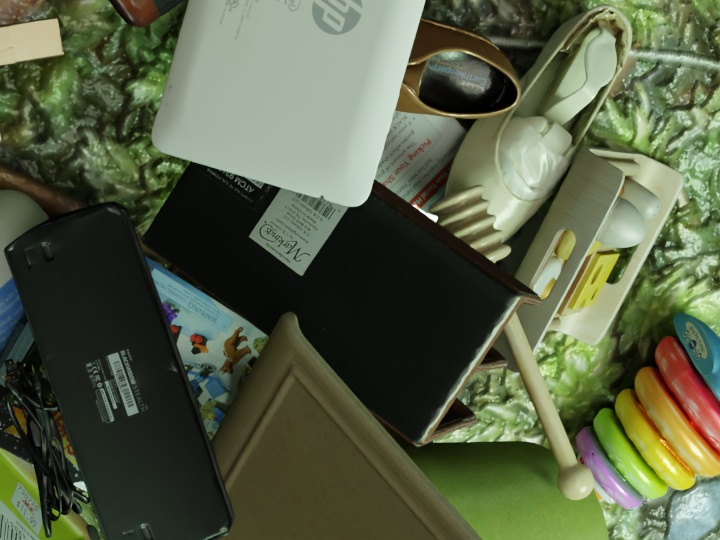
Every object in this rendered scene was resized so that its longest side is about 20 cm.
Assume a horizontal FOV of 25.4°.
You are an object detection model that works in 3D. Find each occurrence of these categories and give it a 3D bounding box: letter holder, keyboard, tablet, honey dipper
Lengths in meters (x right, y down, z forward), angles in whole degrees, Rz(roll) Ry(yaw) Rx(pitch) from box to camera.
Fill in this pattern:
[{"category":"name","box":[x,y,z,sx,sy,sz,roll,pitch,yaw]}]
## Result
[{"category":"letter holder","box":[0.000,0.000,0.942,0.200,0.142,0.101,36,98,15]},{"category":"keyboard","box":[-0.149,0.069,0.887,0.104,0.040,0.200,-18,89,-27]},{"category":"tablet","box":[-0.031,-0.146,0.863,0.130,0.014,0.200,17,94,14]},{"category":"honey dipper","box":[0.097,0.045,0.974,0.038,0.038,0.200,-23,89,-9]}]

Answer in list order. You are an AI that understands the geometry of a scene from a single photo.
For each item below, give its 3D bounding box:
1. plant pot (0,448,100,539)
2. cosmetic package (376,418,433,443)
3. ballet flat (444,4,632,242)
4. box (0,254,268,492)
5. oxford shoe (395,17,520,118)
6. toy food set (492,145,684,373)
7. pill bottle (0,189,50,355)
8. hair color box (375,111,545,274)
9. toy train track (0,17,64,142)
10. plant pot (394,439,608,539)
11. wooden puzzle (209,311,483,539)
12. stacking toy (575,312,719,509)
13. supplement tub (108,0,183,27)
[{"category":"plant pot","box":[-0.271,0.204,0.963,0.181,0.199,0.200,-30,119,11]},{"category":"cosmetic package","box":[0.000,0.127,1.098,0.071,0.105,0.200,-4,112,-19]},{"category":"ballet flat","box":[0.120,-0.097,1.027,0.069,0.069,0.200,47,60,-27]},{"category":"box","box":[-0.120,0.079,0.962,0.200,0.038,0.137,34,79,-33]},{"category":"oxford shoe","box":[0.004,-0.129,0.954,0.200,0.071,0.071,5,108,-17]},{"category":"toy food set","box":[0.160,-0.005,1.070,0.060,0.200,0.144,30,103,20]},{"category":"pill bottle","box":[-0.217,0.022,0.981,0.112,0.112,0.200,-38,118,-2]},{"category":"hair color box","box":[0.022,-0.060,1.056,0.111,0.064,0.200,-45,115,1]},{"category":"toy train track","box":[-0.242,-0.174,0.947,0.115,0.033,0.200,-9,107,-7]},{"category":"plant pot","box":[0.051,0.180,0.983,0.190,0.200,0.200,-7,116,-49]},{"category":"wooden puzzle","box":[-0.013,0.148,0.868,0.037,0.200,0.185,-18,150,-42]},{"category":"stacking toy","box":[0.203,0.134,1.181,0.200,0.116,0.110,-37,117,14]},{"category":"supplement tub","box":[-0.082,-0.237,0.931,0.200,0.107,0.107,-35,117,-3]}]
